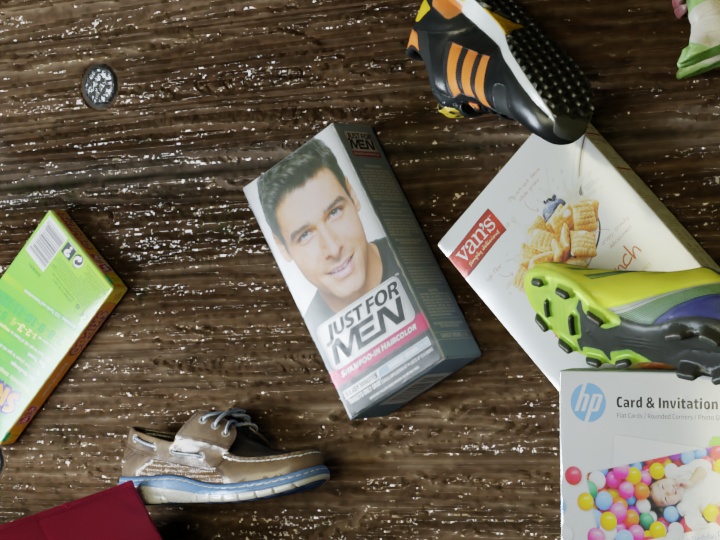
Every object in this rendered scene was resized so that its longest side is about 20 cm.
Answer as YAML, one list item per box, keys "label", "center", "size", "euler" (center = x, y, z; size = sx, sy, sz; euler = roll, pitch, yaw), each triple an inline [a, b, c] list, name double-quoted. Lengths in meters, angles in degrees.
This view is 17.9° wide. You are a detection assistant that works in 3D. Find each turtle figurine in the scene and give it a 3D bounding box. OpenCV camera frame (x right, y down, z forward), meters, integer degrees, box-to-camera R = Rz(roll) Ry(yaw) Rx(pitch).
- label: "turtle figurine"
  center: [0.184, -0.225, 1.565]
  size: [0.144, 0.199, 0.196]
  euler: [-32, 76, 64]

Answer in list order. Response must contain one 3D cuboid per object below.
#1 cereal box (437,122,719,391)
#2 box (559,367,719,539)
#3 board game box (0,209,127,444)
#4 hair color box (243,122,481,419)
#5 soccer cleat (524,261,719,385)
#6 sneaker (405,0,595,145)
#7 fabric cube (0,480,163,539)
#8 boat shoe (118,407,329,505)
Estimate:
- label: "cereal box"
  center: [0.164, 0.002, 1.636]
  size: [0.144, 0.039, 0.200]
  euler: [-49, 67, 21]
- label: "box"
  center: [0.214, 0.169, 1.562]
  size: [0.155, 0.041, 0.202]
  euler: [0, 89, 30]
- label: "board game box"
  center: [-0.282, 0.055, 1.926]
  size: [0.096, 0.030, 0.200]
  euler: [48, 111, 23]
- label: "hair color box"
  center: [0.000, 0.000, 1.728]
  size: [0.099, 0.060, 0.201]
  euler: [-34, 73, 28]
- label: "soccer cleat"
  center: [0.200, 0.026, 1.563]
  size: [0.199, 0.084, 0.065]
  euler: [14, 133, 43]
- label: "sneaker"
  center: [0.097, -0.134, 1.645]
  size: [0.090, 0.070, 0.201]
  euler: [-58, 42, 25]
- label: "fabric cube"
  center: [-0.241, 0.317, 1.778]
  size: [0.200, 0.199, 0.196]
  euler: [58, 138, 19]
- label: "boat shoe"
  center: [-0.113, 0.145, 1.794]
  size: [0.198, 0.072, 0.073]
  euler: [-7, 86, 32]
